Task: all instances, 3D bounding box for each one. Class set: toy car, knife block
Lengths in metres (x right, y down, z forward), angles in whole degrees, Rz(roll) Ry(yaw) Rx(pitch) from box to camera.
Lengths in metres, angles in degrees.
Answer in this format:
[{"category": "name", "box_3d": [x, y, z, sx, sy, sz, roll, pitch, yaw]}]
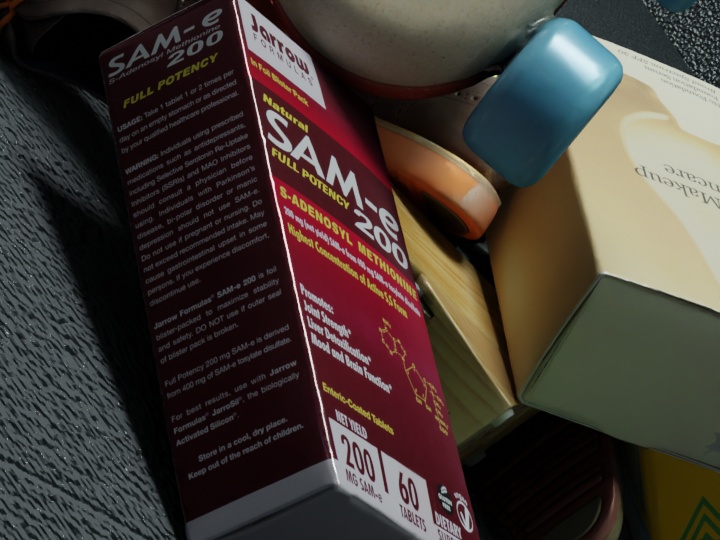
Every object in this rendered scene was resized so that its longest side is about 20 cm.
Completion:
[{"category": "toy car", "box_3d": [0.037, -0.132, 1.156, 0.184, 0.177, 0.200, 41, -9, 4]}, {"category": "knife block", "box_3d": [0.000, 0.000, 1.210, 0.176, 0.064, 0.200, 57, 13, 8]}]

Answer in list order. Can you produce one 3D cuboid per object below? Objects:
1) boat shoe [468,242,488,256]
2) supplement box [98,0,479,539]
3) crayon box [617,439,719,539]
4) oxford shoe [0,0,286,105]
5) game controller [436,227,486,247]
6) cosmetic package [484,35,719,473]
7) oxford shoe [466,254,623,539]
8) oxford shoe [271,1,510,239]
[{"category": "boat shoe", "box_3d": [0.073, -0.048, 1.570, 0.200, 0.074, 0.066, 56, -3, -36]}, {"category": "supplement box", "box_3d": [-0.024, 0.015, 1.014, 0.109, 0.061, 0.201, 37, 33, -53]}, {"category": "crayon box", "box_3d": [0.140, 0.084, 1.324, 0.126, 0.051, 0.200, -106, -176, -51]}, {"category": "oxford shoe", "box_3d": [-0.119, -0.123, 1.096, 0.200, 0.071, 0.073, 39, 48, -4]}, {"category": "game controller", "box_3d": [0.042, -0.030, 1.385, 0.200, 0.104, 0.042, 7, 86, -72]}, {"category": "cosmetic package", "box_3d": [0.112, -0.014, 1.236, 0.105, 0.071, 0.200, 19, 31, -20]}, {"category": "oxford shoe", "box_3d": [0.087, 0.071, 1.329, 0.075, 0.070, 0.200, 50, 14, -35]}, {"category": "oxford shoe", "box_3d": [-0.009, -0.087, 1.266, 0.200, 0.073, 0.071, 31, -10, 24]}]
